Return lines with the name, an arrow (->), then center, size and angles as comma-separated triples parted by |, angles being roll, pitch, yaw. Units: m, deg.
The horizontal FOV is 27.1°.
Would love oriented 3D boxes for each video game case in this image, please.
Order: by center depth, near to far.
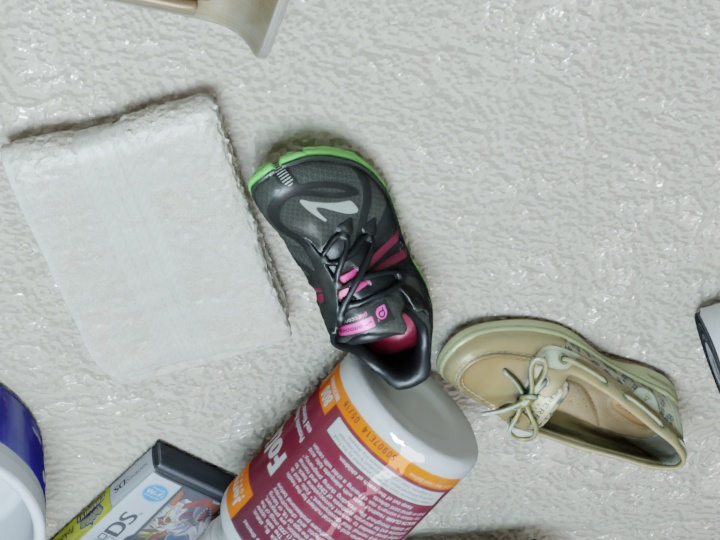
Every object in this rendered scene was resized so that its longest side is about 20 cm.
video game case -> -0.131, 0.225, 1.141 | 0.200, 0.026, 0.181 | 31, 119, -32

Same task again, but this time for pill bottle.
pill bottle -> -0.024, 0.157, 1.026 | 0.114, 0.114, 0.200 | 29, 112, -31

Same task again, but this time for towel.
towel -> -0.125, -0.015, 0.922 | 0.132, 0.035, 0.200 | -15, 132, 0

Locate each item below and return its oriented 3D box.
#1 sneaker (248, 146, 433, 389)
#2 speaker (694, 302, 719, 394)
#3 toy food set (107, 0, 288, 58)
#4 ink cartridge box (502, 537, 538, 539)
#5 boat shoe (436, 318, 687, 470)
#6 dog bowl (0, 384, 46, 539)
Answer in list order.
sneaker -> 0.000, 0.000, 0.924 | 0.077, 0.084, 0.200 | -28, 131, 11
speaker -> 0.337, 0.032, 1.024 | 0.199, 0.081, 0.081 | -19, 132, 6
toy food set -> -0.123, -0.185, 0.751 | 0.199, 0.060, 0.144 | 9, 129, -18
ink cartridge box -> 0.046, 0.299, 1.156 | 0.199, 0.075, 0.165 | -2, 119, -11
boat shoe -> 0.147, 0.089, 1.047 | 0.200, 0.063, 0.073 | 15, 127, -22
dog bowl -> -0.312, 0.152, 1.003 | 0.199, 0.079, 0.200 | -6, 132, -6
